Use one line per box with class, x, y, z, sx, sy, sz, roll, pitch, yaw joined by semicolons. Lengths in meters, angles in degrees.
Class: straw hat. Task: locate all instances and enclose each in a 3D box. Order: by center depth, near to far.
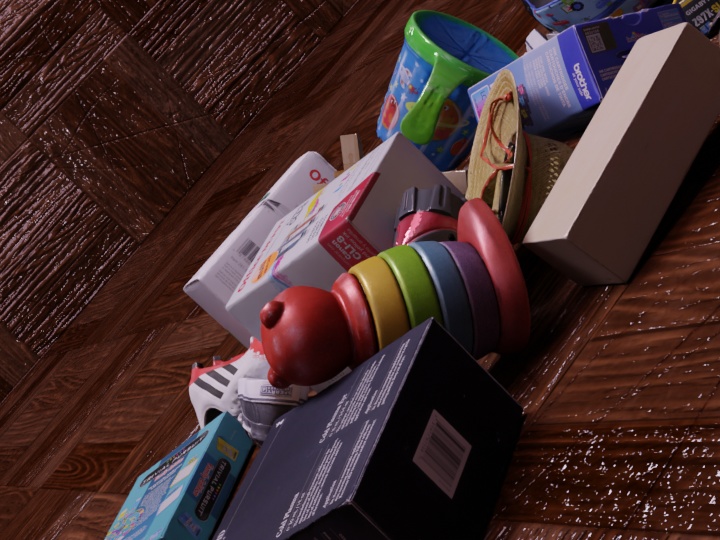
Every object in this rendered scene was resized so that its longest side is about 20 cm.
straw hat;0.148;-0.069;1.344;0.201;0.085;0.202;-170;90;-82

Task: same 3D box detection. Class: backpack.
backpack;0.259;-0.297;1.592;0.182;0.135;0.200;-41;13;11

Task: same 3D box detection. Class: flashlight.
flashlight;0.055;0.024;1.327;0.068;0.068;0.201;-25;45;38

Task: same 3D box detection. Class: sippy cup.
sippy cup;0.084;-0.177;1.605;0.177;0.140;0.131;0;-52;-44

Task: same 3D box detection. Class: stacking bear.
stacking bear;0.019;0.035;1.209;0.199;0.122;0.114;-14;34;-14

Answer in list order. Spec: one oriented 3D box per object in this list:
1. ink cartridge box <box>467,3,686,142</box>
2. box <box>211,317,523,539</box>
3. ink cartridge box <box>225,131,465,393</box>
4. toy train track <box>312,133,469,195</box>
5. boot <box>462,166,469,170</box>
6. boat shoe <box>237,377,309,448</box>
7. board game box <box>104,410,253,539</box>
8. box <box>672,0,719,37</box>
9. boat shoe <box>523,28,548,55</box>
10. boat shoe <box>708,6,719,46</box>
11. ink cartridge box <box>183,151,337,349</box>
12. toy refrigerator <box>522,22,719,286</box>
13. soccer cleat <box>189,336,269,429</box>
ink cartridge box;0.209;-0.173;1.401;0.136;0.077;0.200;-17;-6;-33
box;-0.002;0.163;1.101;0.182;0.104;0.200;-34;17;37
ink cartridge box;0.000;0.000;1.487;0.200;0.145;0.145;-35;18;42
toy train track;0.036;-0.082;1.554;0.200;0.115;0.032;-2;6;42
boot;0.055;-0.042;1.604;0.182;0.073;0.200;-44;19;-25
boat shoe;-0.084;0.140;1.506;0.200;0.071;0.068;144;131;-83
board game box;-0.194;0.248;1.558;0.151;0.047;0.200;-38;15;31
box;0.389;-0.316;1.450;0.200;0.049;0.160;-35;15;40
boat shoe;0.192;-0.187;1.640;0.086;0.075;0.202;-48;21;15
boat shoe;0.320;-0.211;1.291;0.073;0.074;0.200;-40;13;22
ink cartridge box;-0.074;-0.009;1.735;0.200;0.146;0.084;-49;8;-19
toy refrigerator;0.214;-0.087;1.217;0.200;0.070;0.076;-60;16;-14
soccer cleat;-0.110;0.117;1.642;0.200;0.068;0.086;-25;67;42
